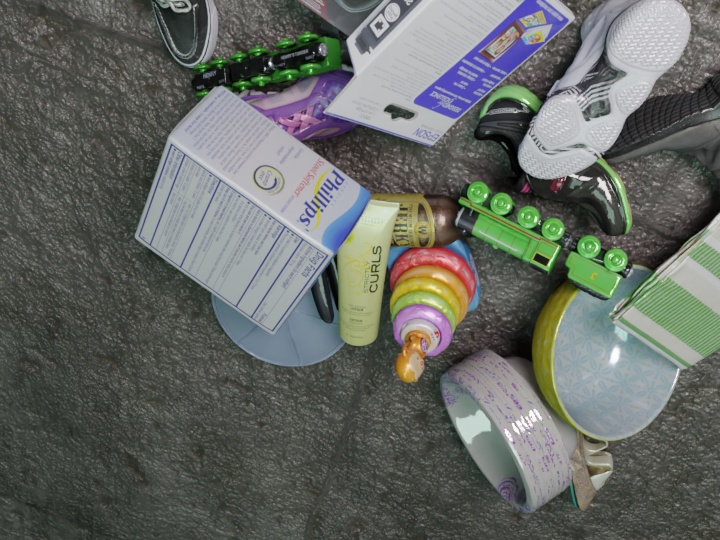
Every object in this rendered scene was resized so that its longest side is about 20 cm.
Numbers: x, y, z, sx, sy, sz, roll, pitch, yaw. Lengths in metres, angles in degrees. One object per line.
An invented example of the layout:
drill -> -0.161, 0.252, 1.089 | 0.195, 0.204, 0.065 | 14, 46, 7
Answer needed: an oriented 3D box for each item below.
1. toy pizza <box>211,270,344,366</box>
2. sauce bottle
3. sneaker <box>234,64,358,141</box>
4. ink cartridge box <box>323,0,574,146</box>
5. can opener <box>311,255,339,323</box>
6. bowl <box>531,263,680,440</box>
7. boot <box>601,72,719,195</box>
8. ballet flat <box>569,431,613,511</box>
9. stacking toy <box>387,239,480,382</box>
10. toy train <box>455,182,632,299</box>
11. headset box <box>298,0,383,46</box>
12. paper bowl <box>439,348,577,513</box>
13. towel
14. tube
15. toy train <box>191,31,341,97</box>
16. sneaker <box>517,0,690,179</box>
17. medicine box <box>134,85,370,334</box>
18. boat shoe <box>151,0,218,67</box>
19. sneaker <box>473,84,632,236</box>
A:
toy pizza -> -0.102, 0.040, 1.055 | 0.197, 0.032, 0.203 | 5, 119, 8
sauce bottle -> 0.068, -0.060, 0.922 | 0.197, 0.065, 0.065 | 0, 124, 15
sneaker -> -0.080, -0.166, 0.875 | 0.198, 0.089, 0.081 | -10, 120, 21
ink cartridge box -> 0.080, -0.208, 0.738 | 0.200, 0.197, 0.044 | -41, 66, 27
can opener -> -0.052, -0.032, 0.967 | 0.078, 0.063, 0.202 | 15, 130, 59
bowl -> 0.269, 0.085, 0.924 | 0.201, 0.200, 0.107 | 53, 164, -22
boot -> 0.350, -0.119, 0.800 | 0.198, 0.070, 0.132 | -19, 124, 33
ballet flat -> 0.305, 0.250, 1.069 | 0.066, 0.068, 0.202 | -11, 121, 19
stacking toy -> 0.072, 0.055, 0.914 | 0.108, 0.201, 0.117 | -9, 121, 21
toy train -> 0.189, -0.031, 0.837 | 0.198, 0.042, 0.057 | 28, 94, 17
headset box -> 0.030, -0.302, 0.755 | 0.148, 0.078, 0.200 | 33, 125, -9
paper bowl -> 0.194, 0.192, 0.994 | 0.104, 0.201, 0.202 | -27, 120, -13
towel -> 0.383, 0.014, 0.847 | 0.152, 0.023, 0.200 | 30, 113, -26
tube -> 0.000, 0.000, 0.922 | 0.057, 0.052, 0.202 | -18, 133, -26
toy train -> -0.103, -0.215, 0.842 | 0.198, 0.056, 0.042 | -2, 96, 39
sneaker -> 0.227, -0.181, 0.756 | 0.075, 0.115, 0.200 | 33, 123, -8
medicine box -> -0.120, -0.058, 0.848 | 0.199, 0.103, 0.182 | 35, 140, -5
boat shoe -> -0.196, -0.304, 0.823 | 0.073, 0.068, 0.201 | 11, 126, 9
sneaker -> 0.199, -0.102, 0.825 | 0.200, 0.077, 0.084 | 43, 89, 3
